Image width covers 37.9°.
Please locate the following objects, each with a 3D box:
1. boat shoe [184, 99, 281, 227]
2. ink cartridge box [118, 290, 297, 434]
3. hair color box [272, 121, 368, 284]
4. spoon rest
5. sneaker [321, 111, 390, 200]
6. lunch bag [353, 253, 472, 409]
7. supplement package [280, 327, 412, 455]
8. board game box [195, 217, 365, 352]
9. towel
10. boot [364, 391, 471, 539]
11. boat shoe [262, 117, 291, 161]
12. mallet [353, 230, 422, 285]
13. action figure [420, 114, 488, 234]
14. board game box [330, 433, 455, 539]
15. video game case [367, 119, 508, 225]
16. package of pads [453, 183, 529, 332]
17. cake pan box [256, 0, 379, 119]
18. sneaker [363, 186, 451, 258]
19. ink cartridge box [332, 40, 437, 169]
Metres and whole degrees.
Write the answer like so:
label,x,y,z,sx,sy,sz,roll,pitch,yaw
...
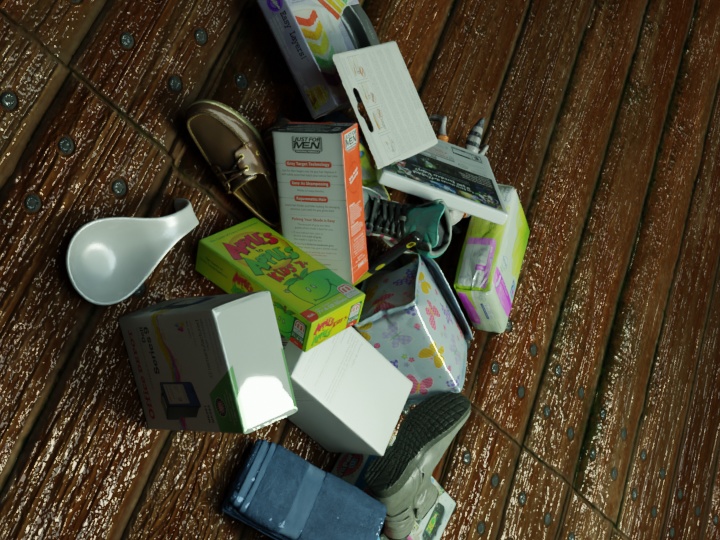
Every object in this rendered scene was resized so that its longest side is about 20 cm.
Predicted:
label,x,y,z,sx,sy,sz,roll,pitch,yaw
boat shoe,-0.154,-0.136,1.359,0.200,0.072,0.068,49,26,-32
ink cartridge box,-0.181,0.107,1.223,0.087,0.199,0.146,-19,99,-42
hair color box,-0.051,-0.088,1.365,0.061,0.101,0.201,-43,134,-59
spoon rest,-0.266,-0.033,1.253,0.200,0.060,0.100,-38,112,-42
sneaker,-0.006,-0.152,1.523,0.200,0.075,0.105,64,20,-45
lunch bag,0.083,0.070,1.541,0.170,0.127,0.200,61,21,-22
supplement package,-0.045,0.149,1.414,0.200,0.117,0.117,45,56,-32
board game box,-0.103,0.014,1.323,0.101,0.200,0.048,-27,142,-43
towel,-0.070,0.308,1.360,0.199,0.049,0.112,29,58,-2
boot,0.086,0.272,1.464,0.200,0.068,0.131,-43,137,-24
boat shoe,-0.070,-0.120,1.455,0.070,0.070,0.201,-77,146,-54
mallet,0.000,0.000,1.435,0.066,0.200,0.041,20,45,-33
action figure,0.135,-0.159,1.651,0.200,0.104,0.194,37,50,-40
board game box,0.037,0.339,1.514,0.200,0.064,0.148,50,52,-28
video game case,0.110,-0.148,1.539,0.199,0.023,0.182,18,30,-16
package of pads,0.214,-0.022,1.702,0.155,0.068,0.201,58,44,-57
cake pan box,-0.042,-0.321,1.483,0.200,0.052,0.185,-31,99,-57
sneaker,0.055,-0.068,1.438,0.199,0.120,0.084,19,78,-42
ink cartridge box,0.022,-0.222,1.428,0.200,0.050,0.162,-32,100,-57
